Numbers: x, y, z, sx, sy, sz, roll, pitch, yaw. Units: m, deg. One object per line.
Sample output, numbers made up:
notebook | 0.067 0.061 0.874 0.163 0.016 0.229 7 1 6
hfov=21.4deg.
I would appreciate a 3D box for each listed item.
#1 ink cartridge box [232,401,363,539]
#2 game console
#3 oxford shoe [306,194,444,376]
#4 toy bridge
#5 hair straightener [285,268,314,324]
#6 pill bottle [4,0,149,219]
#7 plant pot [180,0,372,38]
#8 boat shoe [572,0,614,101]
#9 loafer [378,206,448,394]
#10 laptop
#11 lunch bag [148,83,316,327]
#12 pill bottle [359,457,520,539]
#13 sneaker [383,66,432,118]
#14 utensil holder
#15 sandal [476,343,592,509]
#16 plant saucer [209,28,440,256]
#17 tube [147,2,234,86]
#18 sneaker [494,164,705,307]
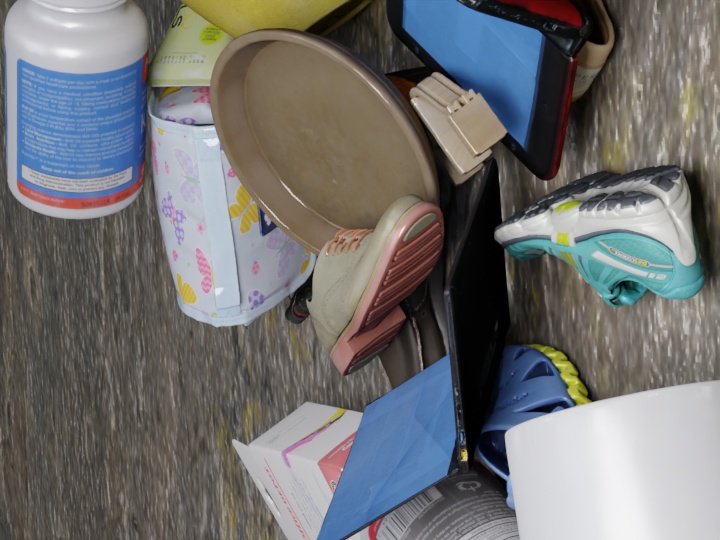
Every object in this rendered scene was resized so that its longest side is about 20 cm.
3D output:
ink cartridge box | -0.013 0.171 1.486 0.199 0.067 0.117 5 126 60
game console | 0.041 -0.165 1.186 0.200 0.171 0.119 48 117 36
oxford shoe | 0.000 0.000 1.315 0.074 0.071 0.200 49 147 15
toy bridge | 0.060 -0.098 1.273 0.067 0.027 0.200 54 177 2
hair straightener | -0.020 -0.012 1.552 0.200 0.041 0.078 131 148 -61
pill bottle | -0.218 -0.151 1.464 0.112 0.111 0.202 51 143 45
plant pot | -0.060 -0.247 1.442 0.143 0.199 0.200 56 148 0
boat shoe | 0.112 -0.210 1.227 0.069 0.073 0.201 -42 68 53
loafer | 0.024 0.033 1.427 0.073 0.071 0.202 -9 87 62
laptop | 0.030 0.056 1.255 0.188 0.115 0.202 -67 -26 -60
lunch bag | -0.104 -0.066 1.515 0.200 0.126 0.171 -97 0 -69
pill bottle | 0.090 0.218 1.300 0.200 0.110 0.112 45 133 50
sneaker | 0.014 -0.101 1.436 0.200 0.075 0.093 -178 76 -69
utensil holder | 0.174 0.177 1.079 0.170 0.168 0.202 -31 67 59
sandal | 0.112 0.106 1.257 0.200 0.086 0.080 -137 48 -62
plant saucer | -0.022 -0.087 1.337 0.199 0.029 0.201 27 141 24
tube | -0.111 -0.224 1.541 0.058 0.052 0.201 -41 23 57
sneaker | 0.147 -0.014 1.191 0.080 0.077 0.200 66 162 -10
